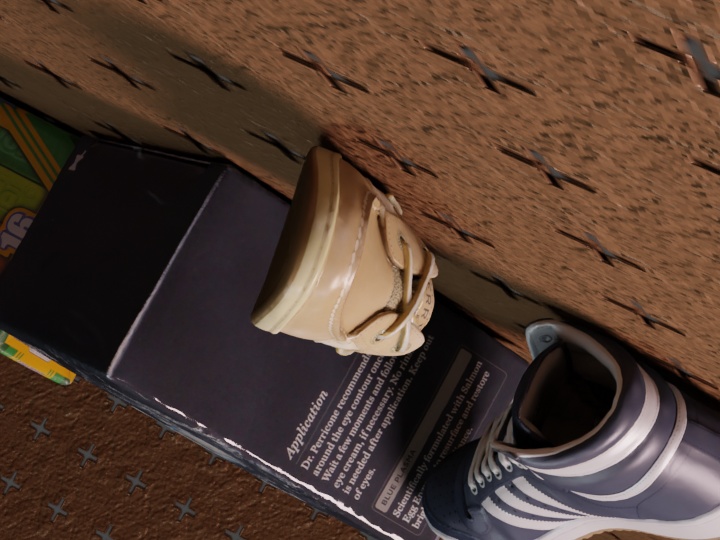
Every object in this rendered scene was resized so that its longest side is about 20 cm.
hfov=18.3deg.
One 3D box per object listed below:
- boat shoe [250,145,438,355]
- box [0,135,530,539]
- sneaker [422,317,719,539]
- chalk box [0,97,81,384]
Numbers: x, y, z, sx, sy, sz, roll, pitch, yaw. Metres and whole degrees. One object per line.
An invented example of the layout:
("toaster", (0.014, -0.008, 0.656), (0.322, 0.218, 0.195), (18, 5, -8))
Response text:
("boat shoe", (0.000, 0.000, 0.863), (0.065, 0.072, 0.200), (20, 175, 2))
("box", (-0.057, 0.034, 1.128), (0.200, 0.118, 0.197), (33, 172, -26))
("sneaker", (0.074, 0.076, 0.977), (0.108, 0.070, 0.200), (31, 153, -33))
("chalk box", (-0.237, -0.040, 1.261), (0.200, 0.125, 0.124), (26, 173, 15))
